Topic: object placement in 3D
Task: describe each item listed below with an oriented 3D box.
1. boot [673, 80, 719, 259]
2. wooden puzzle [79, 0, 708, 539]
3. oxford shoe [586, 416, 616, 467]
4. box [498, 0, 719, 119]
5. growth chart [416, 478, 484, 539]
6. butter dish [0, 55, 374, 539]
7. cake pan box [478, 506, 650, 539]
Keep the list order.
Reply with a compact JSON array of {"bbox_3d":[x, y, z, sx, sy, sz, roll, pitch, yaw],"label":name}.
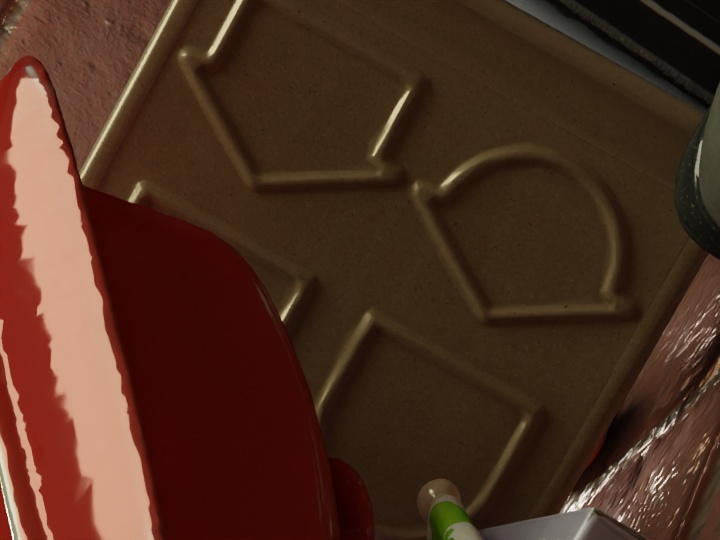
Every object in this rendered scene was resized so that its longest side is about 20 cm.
[{"bbox_3d":[0.153,-0.099,0.814,0.132,0.070,0.201,101,-172,-75],"label":"boot"},{"bbox_3d":[0.000,0.000,0.911,0.200,0.185,0.046,-61,-2,13],"label":"wooden puzzle"},{"bbox_3d":[0.046,0.038,1.025,0.072,0.071,0.200,-37,11,-21],"label":"oxford shoe"},{"bbox_3d":[0.097,-0.149,0.945,0.199,0.200,0.123,-59,7,-17],"label":"box"},{"bbox_3d":[-0.016,0.150,0.751,0.200,0.018,0.145,-58,7,-2],"label":"growth chart"},{"bbox_3d":[-0.065,0.074,0.832,0.200,0.147,0.200,-54,42,40],"label":"butter dish"},{"bbox_3d":[0.012,0.158,0.793,0.184,0.052,0.200,-57,6,-13],"label":"cake pan box"}]
